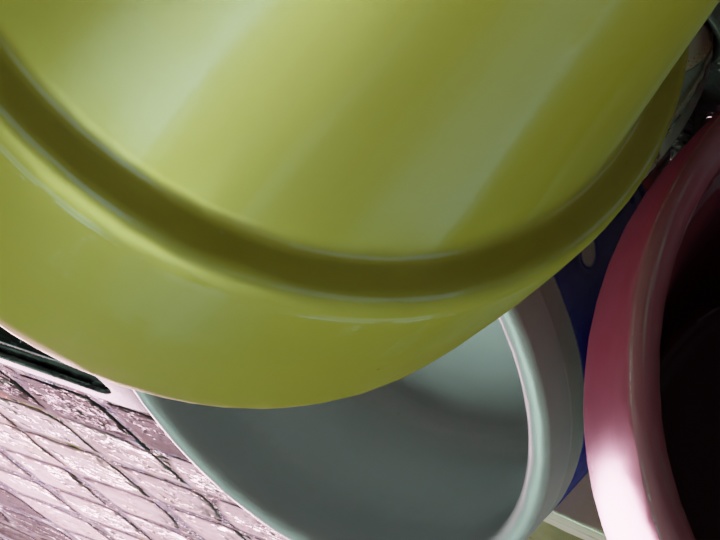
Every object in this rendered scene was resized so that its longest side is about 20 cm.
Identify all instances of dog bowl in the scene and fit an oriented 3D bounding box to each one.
[{"bbox_3d":[0.000,0.000,0.789,0.199,0.079,0.201,27,137,28],"label":"dog bowl"}]

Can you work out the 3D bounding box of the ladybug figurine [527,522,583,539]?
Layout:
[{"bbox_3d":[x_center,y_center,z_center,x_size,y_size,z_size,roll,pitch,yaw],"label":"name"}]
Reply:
[{"bbox_3d":[0.138,0.095,0.990,0.199,0.072,0.136,29,133,-26],"label":"ladybug figurine"}]

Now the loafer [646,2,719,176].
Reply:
[{"bbox_3d":[0.014,-0.095,0.656,0.199,0.063,0.072,30,162,-14],"label":"loafer"}]

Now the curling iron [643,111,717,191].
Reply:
[{"bbox_3d":[0.085,-0.013,0.832,0.025,0.050,0.200,1,168,-14],"label":"curling iron"}]

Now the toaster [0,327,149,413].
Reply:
[{"bbox_3d":[-0.142,-0.047,0.930,0.199,0.119,0.181,17,160,27],"label":"toaster"}]

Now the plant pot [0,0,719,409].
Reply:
[{"bbox_3d":[0.003,-0.094,0.481,0.200,0.202,0.189,30,148,-15],"label":"plant pot"}]

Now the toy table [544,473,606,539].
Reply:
[{"bbox_3d":[0.168,0.071,0.842,0.199,0.118,0.184,19,162,23],"label":"toy table"}]

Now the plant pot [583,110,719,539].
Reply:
[{"bbox_3d":[0.147,0.047,0.656,0.199,0.201,0.179,26,165,-3],"label":"plant pot"}]
